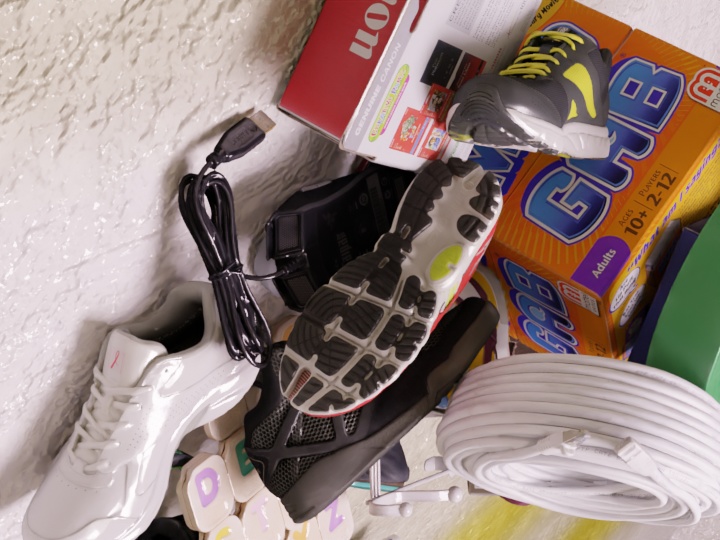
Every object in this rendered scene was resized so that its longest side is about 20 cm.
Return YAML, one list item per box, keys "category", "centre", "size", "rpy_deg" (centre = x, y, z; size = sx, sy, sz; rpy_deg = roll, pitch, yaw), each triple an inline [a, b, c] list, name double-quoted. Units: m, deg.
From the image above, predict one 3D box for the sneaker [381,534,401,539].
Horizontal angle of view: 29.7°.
- category: "sneaker"
  centre: [-0.012, 0.285, 1.270]
  size: [0.147, 0.080, 0.201]
  rpy_deg: [-51, 151, -35]

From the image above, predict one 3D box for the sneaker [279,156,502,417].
- category: "sneaker"
  centre: [0.028, 0.022, 0.867]
  size: [0.200, 0.077, 0.085]
  rpy_deg: [-49, 159, -18]

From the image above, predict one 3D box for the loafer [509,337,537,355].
- category: "loafer"
  centre: [0.164, 0.052, 1.336]
  size: [0.073, 0.071, 0.200]
  rpy_deg: [-52, 154, -14]

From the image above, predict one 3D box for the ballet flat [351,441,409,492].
- category: "ballet flat"
  centre: [-0.024, 0.150, 1.114]
  size: [0.200, 0.073, 0.073]
  rpy_deg: [11, 108, -56]

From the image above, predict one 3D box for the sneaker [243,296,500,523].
- category: "sneaker"
  centre: [-0.002, 0.067, 0.928]
  size: [0.199, 0.114, 0.076]
  rpy_deg: [-41, 178, 3]

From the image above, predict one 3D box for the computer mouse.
- category: "computer mouse"
  centre: [-0.041, -0.041, 0.872]
  size: [0.200, 0.046, 0.141]
  rpy_deg: [-35, 115, -40]

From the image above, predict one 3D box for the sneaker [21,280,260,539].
- category: "sneaker"
  centre: [-0.143, 0.083, 0.820]
  size: [0.200, 0.078, 0.100]
  rpy_deg: [-56, 149, -29]

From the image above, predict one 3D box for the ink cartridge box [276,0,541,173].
- category: "ink cartridge box"
  centre: [0.038, -0.170, 0.851]
  size: [0.175, 0.084, 0.201]
  rpy_deg: [5, 113, -63]

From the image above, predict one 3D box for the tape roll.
- category: "tape roll"
  centre: [0.272, 0.013, 0.948]
  size: [0.200, 0.048, 0.201]
  rpy_deg: [-40, 147, -34]

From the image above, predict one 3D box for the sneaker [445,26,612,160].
- category: "sneaker"
  centre: [0.112, -0.119, 0.883]
  size: [0.200, 0.074, 0.085]
  rpy_deg: [-4, 102, -65]

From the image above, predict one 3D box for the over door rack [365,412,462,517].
- category: "over door rack"
  centre: [0.058, 0.109, 1.111]
  size: [0.200, 0.066, 0.149]
  rpy_deg: [-8, 98, -71]

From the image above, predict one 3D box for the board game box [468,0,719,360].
- category: "board game box"
  centre: [0.167, -0.061, 1.070]
  size: [0.200, 0.199, 0.200]
  rpy_deg: [-52, 154, -13]

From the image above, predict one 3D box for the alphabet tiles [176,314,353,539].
- category: "alphabet tiles"
  centre: [-0.056, 0.142, 0.995]
  size: [0.200, 0.015, 0.197]
  rpy_deg: [-35, 120, -46]

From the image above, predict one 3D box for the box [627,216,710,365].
- category: "box"
  centre: [0.262, 0.014, 1.034]
  size: [0.200, 0.032, 0.122]
  rpy_deg: [-19, 133, -53]

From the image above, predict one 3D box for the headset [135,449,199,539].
- category: "headset"
  centre: [-0.138, 0.222, 0.939]
  size: [0.123, 0.094, 0.201]
  rpy_deg: [-25, 127, -49]

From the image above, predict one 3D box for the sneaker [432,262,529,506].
- category: "sneaker"
  centre: [0.081, 0.098, 1.020]
  size: [0.090, 0.075, 0.201]
  rpy_deg: [-33, 108, -47]

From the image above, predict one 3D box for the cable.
- category: "cable"
  centre: [0.149, 0.116, 0.909]
  size: [0.199, 0.199, 0.070]
  rpy_deg: [28, 65, -39]

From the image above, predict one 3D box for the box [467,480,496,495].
- category: "box"
  centre: [0.107, 0.102, 1.188]
  size: [0.200, 0.032, 0.122]
  rpy_deg: [-66, 155, -76]

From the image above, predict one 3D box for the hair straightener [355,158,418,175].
- category: "hair straightener"
  centre: [0.065, -0.115, 0.968]
  size: [0.201, 0.077, 0.041]
  rpy_deg: [-60, 153, 1]

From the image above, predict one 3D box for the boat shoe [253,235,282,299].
- category: "boat shoe"
  centre: [0.000, 0.000, 0.984]
  size: [0.200, 0.067, 0.074]
  rpy_deg: [5, 113, -62]
